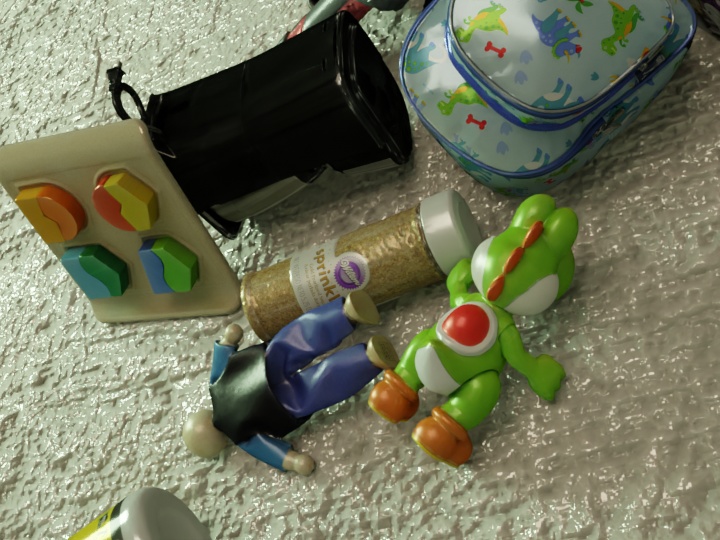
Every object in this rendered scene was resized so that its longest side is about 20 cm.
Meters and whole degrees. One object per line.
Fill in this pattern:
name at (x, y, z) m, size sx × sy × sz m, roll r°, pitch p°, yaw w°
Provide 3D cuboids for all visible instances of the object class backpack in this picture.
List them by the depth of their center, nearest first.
backpack at (0.132, -0.169, 0.831) m, size 0.183 × 0.147 × 0.200 m, roll 45°, pitch 95°, yaw 10°

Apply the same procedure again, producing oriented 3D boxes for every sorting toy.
sorting toy at (-0.221, -0.033, 0.969) m, size 0.184 × 0.201 × 0.037 m, roll -5°, pitch 36°, yaw 30°

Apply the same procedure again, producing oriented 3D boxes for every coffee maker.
coffee maker at (-0.078, -0.132, 0.938) m, size 0.199 × 0.192 × 0.135 m, roll -21°, pitch 71°, yaw 23°

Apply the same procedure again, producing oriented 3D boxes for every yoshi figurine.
yoshi figurine at (0.099, 0.040, 0.795) m, size 0.200 × 0.112 × 0.112 m, roll -56°, pitch 18°, yaw 7°

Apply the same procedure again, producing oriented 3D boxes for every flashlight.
flashlight at (-0.011, -0.227, 0.982) m, size 0.200 × 0.067 × 0.068 m, roll -27°, pitch 67°, yaw 55°

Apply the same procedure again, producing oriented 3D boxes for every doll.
doll at (-0.066, 0.099, 0.867) m, size 0.199 × 0.048 × 0.137 m, roll -31°, pitch 77°, yaw 21°

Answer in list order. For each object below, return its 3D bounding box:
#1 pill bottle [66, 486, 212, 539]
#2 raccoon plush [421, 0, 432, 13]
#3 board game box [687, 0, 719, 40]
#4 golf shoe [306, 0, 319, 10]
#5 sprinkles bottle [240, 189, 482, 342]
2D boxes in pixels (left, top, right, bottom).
pill bottle at (-0.210, 0.264, 0.821) m, size 0.200 × 0.112 × 0.113 m, roll -36°, pitch 48°, yaw 8°
raccoon plush at (0.141, -0.262, 0.970) m, size 0.133 × 0.097 × 0.201 m, roll 8°, pitch 82°, yaw 26°
board game box at (0.244, -0.249, 0.856) m, size 0.032 × 0.120 × 0.200 m, roll -40°, pitch 47°, yaw 2°
golf shoe at (0.005, -0.283, 0.994) m, size 0.092 × 0.200 × 0.073 m, roll -23°, pitch 86°, yaw -14°
sprinkles bottle at (0.000, 0.000, 0.887) m, size 0.199 × 0.068 × 0.069 m, roll -22°, pitch 52°, yaw 20°
